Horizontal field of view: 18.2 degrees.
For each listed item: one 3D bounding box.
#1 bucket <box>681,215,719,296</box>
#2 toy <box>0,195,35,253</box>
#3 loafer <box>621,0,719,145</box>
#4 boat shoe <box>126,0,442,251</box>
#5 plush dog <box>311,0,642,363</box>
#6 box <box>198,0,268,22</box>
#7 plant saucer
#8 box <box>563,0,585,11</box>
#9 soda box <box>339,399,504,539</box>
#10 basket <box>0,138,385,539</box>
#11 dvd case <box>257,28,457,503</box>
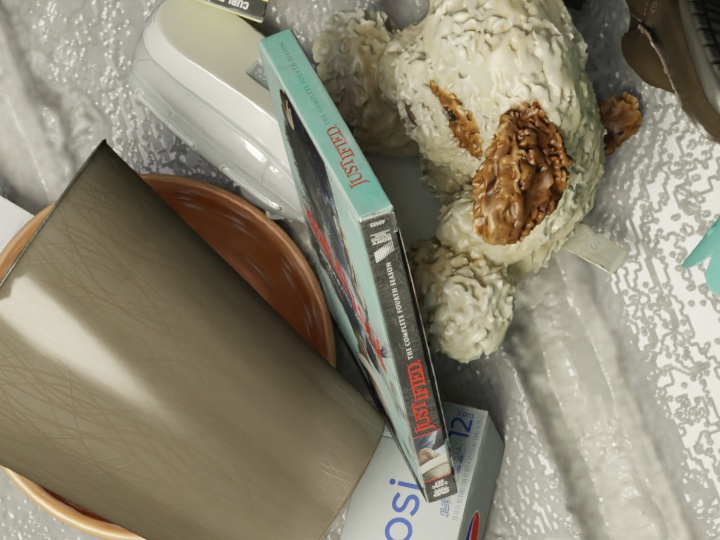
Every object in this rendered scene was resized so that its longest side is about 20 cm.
[{"bbox_3d":[0.268,-0.004,1.057,0.206,0.207,0.135,34,99,11],"label":"bucket"},{"bbox_3d":[-0.161,0.051,1.264,0.199,0.047,0.116,30,84,4],"label":"toy"},{"bbox_3d":[0.168,-0.111,1.095,0.072,0.201,0.072,19,123,-15],"label":"loafer"},{"bbox_3d":[-0.043,-0.063,1.213,0.199,0.072,0.069,34,136,-4],"label":"boat shoe"},{"bbox_3d":[0.070,-0.079,1.102,0.159,0.172,0.201,-18,70,-4],"label":"plush dog"},{"bbox_3d":[-0.044,-0.237,1.184,0.050,0.075,0.202,17,101,-10],"label":"box"},{"bbox_3d":[-0.113,0.049,1.222,0.198,0.037,0.202,1,79,-7],"label":"plant saucer"},{"bbox_3d":[0.046,-0.239,1.133,0.198,0.050,0.159,18,102,-13],"label":"box"},{"bbox_3d":[0.019,0.170,1.175,0.063,0.068,0.202,11,73,15],"label":"soda box"},{"bbox_3d":[-0.098,0.062,1.133,0.199,0.136,0.181,35,115,-6],"label":"basket"},{"bbox_3d":[0.000,0.000,1.102,0.022,0.201,0.146,-22,45,-7],"label":"dvd case"}]
